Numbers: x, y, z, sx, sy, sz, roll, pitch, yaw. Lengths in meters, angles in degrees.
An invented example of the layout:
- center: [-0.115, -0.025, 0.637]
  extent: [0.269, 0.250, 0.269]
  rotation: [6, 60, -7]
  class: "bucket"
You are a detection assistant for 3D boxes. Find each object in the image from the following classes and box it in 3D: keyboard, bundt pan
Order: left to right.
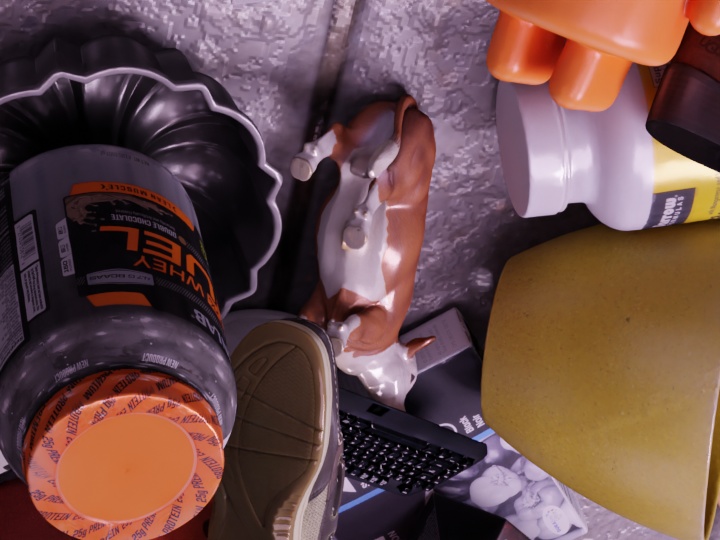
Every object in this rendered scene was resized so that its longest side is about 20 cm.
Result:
- center: [-0.146, -0.047, 1.327]
  extent: [0.201, 0.076, 0.203]
  rotation: [-6, 128, -8]
  class: "bundt pan"
- center: [-0.023, 0.108, 1.400]
  extent: [0.200, 0.040, 0.104]
  rotation: [24, 141, -39]
  class: "keyboard"

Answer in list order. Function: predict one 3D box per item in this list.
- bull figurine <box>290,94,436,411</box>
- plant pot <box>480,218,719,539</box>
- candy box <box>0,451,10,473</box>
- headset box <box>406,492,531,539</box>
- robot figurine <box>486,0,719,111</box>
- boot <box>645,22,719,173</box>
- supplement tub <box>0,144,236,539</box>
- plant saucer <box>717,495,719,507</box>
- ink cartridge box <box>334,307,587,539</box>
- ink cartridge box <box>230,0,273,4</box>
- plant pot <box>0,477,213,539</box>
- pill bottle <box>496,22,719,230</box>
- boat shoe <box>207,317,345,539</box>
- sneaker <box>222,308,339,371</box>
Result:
- center: [0.000, 0.000, 1.374]
  extent: [0.065, 0.121, 0.201]
  rotation: [12, 111, 22]
  class: "bull figurine"
- center: [0.150, 0.052, 1.422]
  extent: [0.141, 0.200, 0.201]
  rotation: [9, 128, 11]
  class: "plant pot"
- center: [-0.283, 0.078, 1.352]
  extent: [0.136, 0.061, 0.200]
  rotation: [33, 140, -32]
  class: "candy box"
- center: [0.090, 0.256, 1.526]
  extent: [0.200, 0.075, 0.149]
  rotation: [41, 73, -38]
  class: "headset box"
- center: [0.131, -0.185, 1.250]
  extent: [0.116, 0.144, 0.201]
  rotation: [16, 103, -30]
  class: "robot figurine"
- center: [0.272, -0.124, 1.291]
  extent: [0.188, 0.201, 0.069]
  rotation: [26, 168, 8]
  class: "boot"
- center: [-0.130, 0.036, 1.219]
  extent: [0.122, 0.200, 0.123]
  rotation: [-7, 129, -9]
  class: "supplement tub"
- center: [0.318, 0.097, 1.576]
  extent: [0.199, 0.038, 0.201]
  rotation: [-6, 127, -8]
  class: "plant saucer"
- center: [0.018, 0.141, 1.533]
  extent: [0.199, 0.043, 0.198]
  rotation: [-27, 129, 8]
  class: "ink cartridge box"
- center: [-0.023, -0.238, 1.221]
  extent: [0.103, 0.059, 0.201]
  rotation: [-7, 128, -9]
  class: "ink cartridge box"
- center: [-0.137, 0.222, 1.426]
  extent: [0.199, 0.201, 0.176]
  rotation: [25, 138, -29]
  class: "plant pot"
- center: [0.182, -0.083, 1.357]
  extent: [0.199, 0.112, 0.112]
  rotation: [-8, 128, -7]
  class: "pill bottle"
- center: [-0.043, 0.110, 1.333]
  extent: [0.071, 0.066, 0.202]
  rotation: [18, 118, 22]
  class: "boat shoe"
- center: [-0.105, 0.075, 1.428]
  extent: [0.199, 0.080, 0.071]
  rotation: [-6, 127, -15]
  class: "sneaker"
